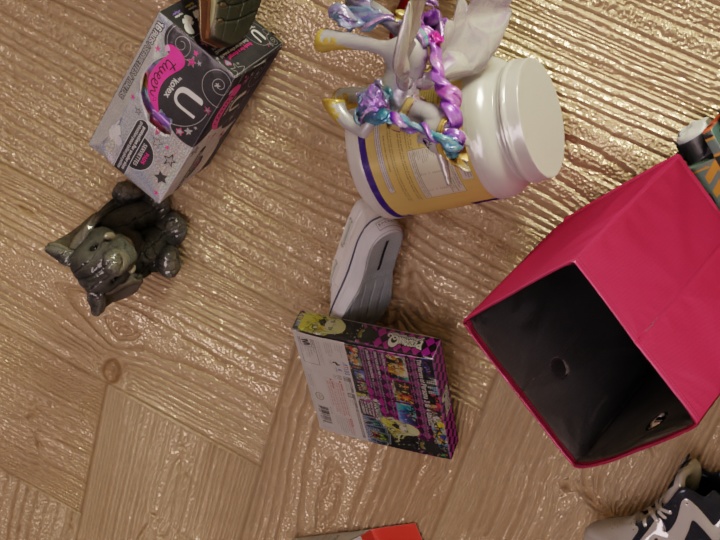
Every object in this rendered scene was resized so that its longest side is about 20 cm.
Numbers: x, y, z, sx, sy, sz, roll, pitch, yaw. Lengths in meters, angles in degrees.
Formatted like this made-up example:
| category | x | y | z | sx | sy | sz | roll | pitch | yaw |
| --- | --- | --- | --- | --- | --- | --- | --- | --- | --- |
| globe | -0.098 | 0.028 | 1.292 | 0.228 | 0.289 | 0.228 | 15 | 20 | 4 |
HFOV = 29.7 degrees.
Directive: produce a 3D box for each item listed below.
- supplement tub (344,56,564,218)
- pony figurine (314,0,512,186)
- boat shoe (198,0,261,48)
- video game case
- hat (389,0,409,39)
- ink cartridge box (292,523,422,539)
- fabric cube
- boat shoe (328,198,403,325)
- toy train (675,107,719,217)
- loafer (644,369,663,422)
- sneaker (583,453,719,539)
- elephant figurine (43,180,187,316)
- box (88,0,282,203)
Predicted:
| category | x | y | z | sx | sy | sz | roll | pitch | yaw |
| --- | --- | --- | --- | --- | --- | --- | --- | --- | --- |
| supplement tub | 0.098 | -0.140 | 1.414 | 0.197 | 0.145 | 0.147 | -9 | 111 | 30 |
| pony figurine | 0.048 | -0.201 | 1.308 | 0.199 | 0.165 | 0.196 | 28 | 115 | 37 |
| boat shoe | -0.147 | -0.337 | 1.449 | 0.073 | 0.075 | 0.203 | 3 | 81 | 33 |
| video game case | 0.020 | 0.138 | 1.619 | 0.179 | 0.036 | 0.202 | 11 | 141 | 21 |
| hat | 0.059 | -0.368 | 1.396 | 0.200 | 0.176 | 0.166 | -43 | 91 | -2 |
| ink cartridge box | 0.008 | 0.424 | 1.806 | 0.198 | 0.057 | 0.164 | -12 | 109 | 35 |
| fabric cube | 0.264 | 0.044 | 1.358 | 0.201 | 0.199 | 0.196 | 52 | 144 | -3 |
| boat shoe | 0.000 | 0.000 | 1.590 | 0.067 | 0.073 | 0.201 | 55 | 139 | 32 |
| toy train | 0.392 | -0.073 | 1.346 | 0.113 | 0.085 | 0.201 | -24 | 103 | 43 |
| loafer | 0.278 | 0.137 | 1.510 | 0.197 | 0.071 | 0.074 | -7 | 112 | 29 |
| sneaker | 0.346 | 0.266 | 1.541 | 0.196 | 0.079 | 0.132 | 1 | 111 | 29 |
| elephant figurine | -0.309 | -0.018 | 1.643 | 0.140 | 0.200 | 0.157 | 25 | 124 | 12 |
| box | -0.198 | -0.198 | 1.537 | 0.114 | 0.132 | 0.201 | 38 | 124 | 2 |
